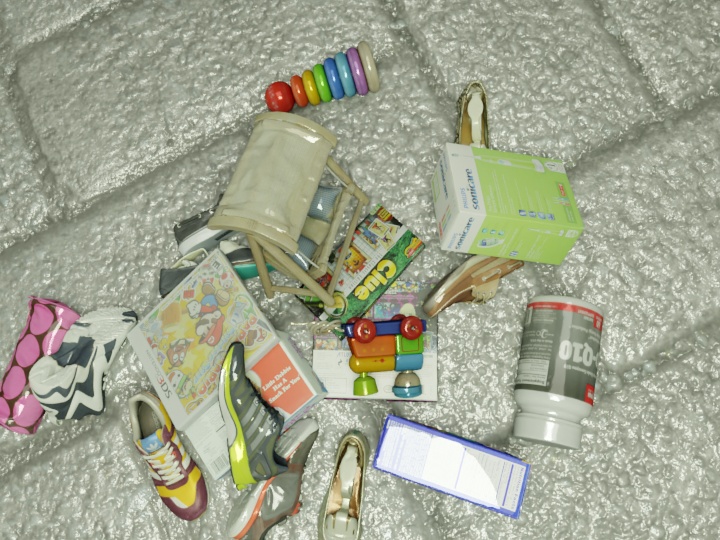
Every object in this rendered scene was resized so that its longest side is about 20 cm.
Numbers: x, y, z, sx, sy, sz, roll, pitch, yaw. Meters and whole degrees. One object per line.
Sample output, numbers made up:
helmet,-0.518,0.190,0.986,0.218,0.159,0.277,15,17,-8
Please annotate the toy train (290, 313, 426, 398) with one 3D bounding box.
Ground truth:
toy train,-0.001,0.127,0.968,0.195,0.085,0.119,-3,88,-12

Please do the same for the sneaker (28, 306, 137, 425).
sneaker,-0.416,0.155,1.039,0.078,0.132,0.200,17,39,8

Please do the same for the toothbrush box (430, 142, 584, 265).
toothbrush box,0.216,-0.101,1.013,0.195,0.087,0.148,7,50,-13

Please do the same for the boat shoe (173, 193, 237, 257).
boat shoe,-0.217,-0.095,1.099,0.197,0.070,0.067,-31,77,3

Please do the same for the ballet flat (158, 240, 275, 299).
ballet flat,-0.231,-0.009,1.073,0.195,0.073,0.075,-18,75,0

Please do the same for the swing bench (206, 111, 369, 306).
swing bench,-0.096,-0.089,0.983,0.127,0.201,0.203,4,59,24

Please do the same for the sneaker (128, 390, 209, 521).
sneaker,-0.290,0.274,0.988,0.074,0.090,0.202,-30,75,-5

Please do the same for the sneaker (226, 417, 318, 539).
sneaker,-0.113,0.314,0.991,0.081,0.077,0.202,38,80,-15

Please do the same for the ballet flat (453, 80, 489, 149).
ballet flat,0.184,-0.217,1.100,0.066,0.075,0.205,1,75,2

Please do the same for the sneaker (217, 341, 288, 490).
sneaker,-0.146,0.194,0.919,0.079,0.074,0.205,-9,101,-4

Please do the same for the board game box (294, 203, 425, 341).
board game box,0.000,0.000,1.048,0.104,0.024,0.200,40,78,12

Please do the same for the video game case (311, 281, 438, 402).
video game case,0.023,0.108,1.043,0.194,0.036,0.186,0,75,3

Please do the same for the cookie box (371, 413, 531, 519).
cookie box,0.120,0.264,0.929,0.195,0.171,0.077,18,79,7

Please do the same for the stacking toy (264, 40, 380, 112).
stacking toy,-0.069,-0.316,1.142,0.195,0.085,0.087,-18,75,2

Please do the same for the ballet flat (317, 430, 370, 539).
ballet flat,-0.027,0.334,0.973,0.066,0.062,0.205,5,76,5

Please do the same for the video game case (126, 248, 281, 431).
video game case,-0.236,0.098,0.994,0.199,0.023,0.183,-42,64,4

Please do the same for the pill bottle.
pill bottle,0.285,0.149,0.978,0.111,0.114,0.205,11,76,6

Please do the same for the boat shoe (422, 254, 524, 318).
boat shoe,0.179,0.016,1.026,0.198,0.076,0.072,-36,86,-21

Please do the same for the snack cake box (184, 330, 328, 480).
snack cake box,-0.160,0.197,0.995,0.199,0.067,0.116,-40,75,5

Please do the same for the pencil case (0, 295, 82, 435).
pencil case,-0.505,0.143,1.037,0.092,0.091,0.204,21,78,-5
